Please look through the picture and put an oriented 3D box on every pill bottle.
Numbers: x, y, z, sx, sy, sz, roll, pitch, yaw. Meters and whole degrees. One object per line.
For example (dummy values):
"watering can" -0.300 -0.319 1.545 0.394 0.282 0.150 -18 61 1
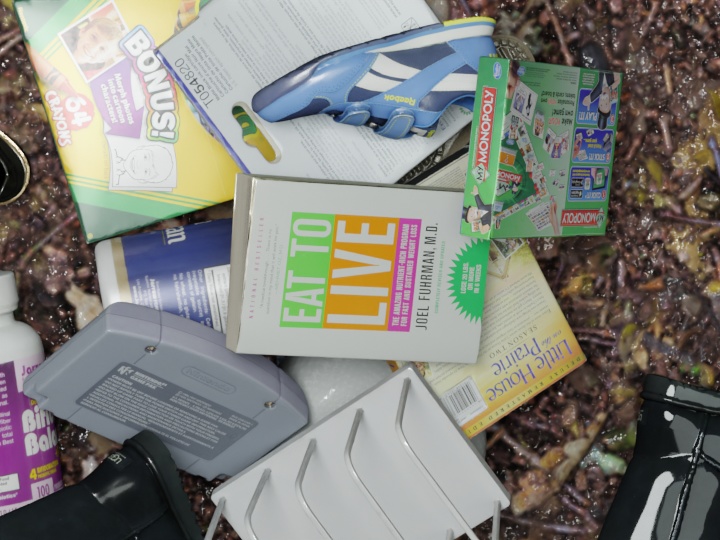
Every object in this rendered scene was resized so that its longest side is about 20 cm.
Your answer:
"pill bottle" -0.300 0.105 1.615 0.111 0.112 0.202 -8 96 -6
"pill bottle" -0.106 0.014 1.630 0.198 0.111 0.112 -10 96 -7

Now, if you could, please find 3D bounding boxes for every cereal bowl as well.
"cereal bowl" 0.010 0.145 1.670 0.198 0.083 0.202 0 94 -6

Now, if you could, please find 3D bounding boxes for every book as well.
"book" 0.000 0.000 1.549 0.198 0.048 0.135 2 97 -22

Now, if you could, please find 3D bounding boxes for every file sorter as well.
"file sorter" -0.006 0.197 1.567 0.199 0.125 0.139 -33 102 16

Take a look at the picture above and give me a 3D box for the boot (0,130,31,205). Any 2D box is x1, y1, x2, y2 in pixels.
"boot" -0.345 -0.120 1.578 0.199 0.138 0.078 28 91 -7

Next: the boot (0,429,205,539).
"boot" -0.200 0.243 1.588 0.168 0.076 0.201 -31 119 -23

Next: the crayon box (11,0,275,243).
"crayon box" -0.167 -0.143 1.636 0.171 0.058 0.202 -17 95 -5

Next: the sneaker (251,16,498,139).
"sneaker" 0.017 -0.133 1.530 0.198 0.074 0.083 -15 97 -13

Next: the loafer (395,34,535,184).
"loafer" 0.057 -0.117 1.660 0.199 0.068 0.076 -32 89 4

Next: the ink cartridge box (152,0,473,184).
"ink cartridge box" -0.029 -0.150 1.575 0.200 0.041 0.200 -38 100 -11

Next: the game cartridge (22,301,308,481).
"game cartridge" -0.145 0.094 1.589 0.199 0.041 0.133 28 134 -33

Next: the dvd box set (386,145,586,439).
"dvd box set" 0.076 0.023 1.616 0.146 0.029 0.201 -32 104 -14

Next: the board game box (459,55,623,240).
"board game box" 0.144 -0.094 1.590 0.029 0.199 0.136 10 97 31

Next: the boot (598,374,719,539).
"boot" 0.308 0.191 1.702 0.198 0.076 0.170 14 89 -1
